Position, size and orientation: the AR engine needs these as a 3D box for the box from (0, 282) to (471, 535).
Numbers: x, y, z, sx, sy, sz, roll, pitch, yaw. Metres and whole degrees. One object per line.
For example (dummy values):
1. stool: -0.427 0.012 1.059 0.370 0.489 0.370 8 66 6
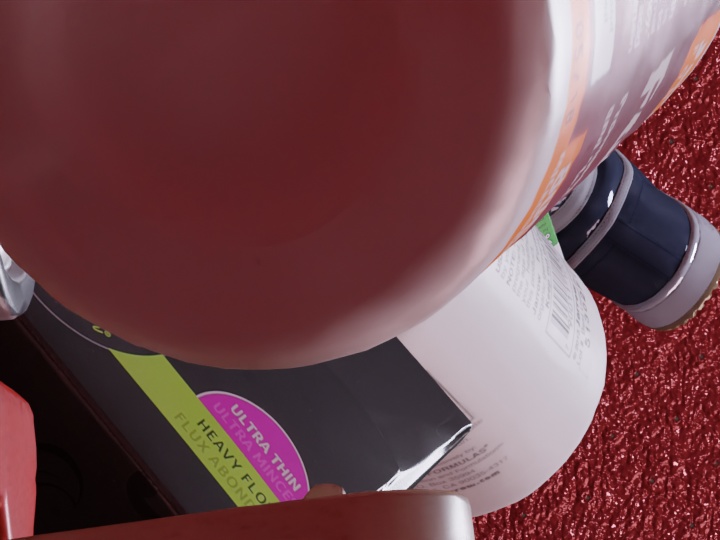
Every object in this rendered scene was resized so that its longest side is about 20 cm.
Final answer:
1. box: -0.101 0.063 0.782 0.200 0.149 0.124 -42 178 32

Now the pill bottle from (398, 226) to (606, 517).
1. pill bottle: 0.000 0.000 1.011 0.114 0.114 0.200 -42 143 2

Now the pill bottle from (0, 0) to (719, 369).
1. pill bottle: 0.009 -0.063 0.546 0.114 0.114 0.200 -42 179 26

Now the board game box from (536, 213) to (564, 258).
1. board game box: -0.005 0.029 1.135 0.200 0.105 0.023 -37 -142 -20

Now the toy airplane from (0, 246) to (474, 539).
1. toy airplane: -0.105 0.067 0.499 0.199 0.142 0.200 -16 -170 -32

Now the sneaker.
1. sneaker: 0.078 -0.038 1.310 0.070 0.108 0.200 -59 -157 -1
